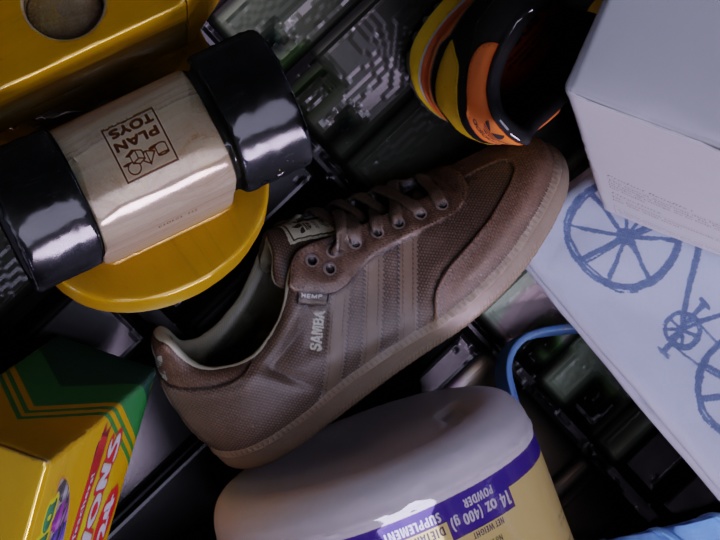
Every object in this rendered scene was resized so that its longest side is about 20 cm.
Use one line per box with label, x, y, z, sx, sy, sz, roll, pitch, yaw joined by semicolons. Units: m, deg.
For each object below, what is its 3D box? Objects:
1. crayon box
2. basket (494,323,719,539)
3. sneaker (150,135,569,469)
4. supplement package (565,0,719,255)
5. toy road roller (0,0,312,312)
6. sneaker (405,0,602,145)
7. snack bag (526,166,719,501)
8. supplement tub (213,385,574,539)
crayon box;-0.142;0.109;1.009;0.051;0.200;0.127;19;103;6
basket;0.160;0.114;1.180;0.176;0.139;0.200;-8;85;-17
sneaker;0.000;0.000;1.098;0.200;0.070;0.076;-42;118;-3
supplement package;0.163;-0.077;1.022;0.117;0.200;0.117;22;84;12
toy road roller;-0.112;-0.079;1.011;0.123;0.146;0.200;-26;80;-10
sneaker;0.106;-0.133;1.076;0.070;0.090;0.200;37;94;-29
snack bag;0.193;-0.009;1.118;0.200;0.021;0.189;-40;75;0
supplement tub;0.034;0.165;1.106;0.145;0.145;0.200;-23;98;-12
